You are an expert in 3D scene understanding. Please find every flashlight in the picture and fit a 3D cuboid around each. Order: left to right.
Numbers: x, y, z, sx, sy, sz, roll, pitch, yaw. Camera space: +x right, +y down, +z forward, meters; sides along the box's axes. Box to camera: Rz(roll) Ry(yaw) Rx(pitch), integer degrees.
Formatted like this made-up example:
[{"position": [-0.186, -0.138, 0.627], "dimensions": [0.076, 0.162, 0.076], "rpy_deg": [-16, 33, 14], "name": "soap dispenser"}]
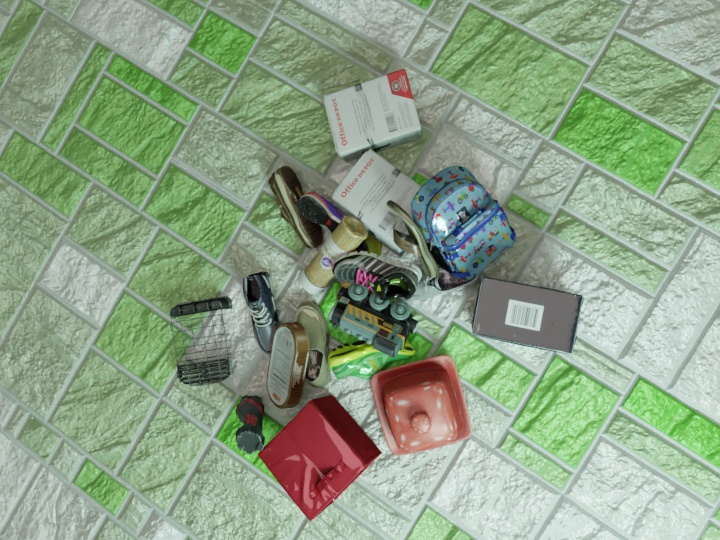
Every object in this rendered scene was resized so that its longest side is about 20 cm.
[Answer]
[{"position": [-0.248, 0.338, 1.396], "dimensions": [0.067, 0.200, 0.069], "rpy_deg": [-22, 100, -2], "name": "flashlight"}]

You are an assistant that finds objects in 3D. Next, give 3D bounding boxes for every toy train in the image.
[{"position": [0.026, 0.107, 1.390], "dimensions": [0.198, 0.086, 0.115], "rpy_deg": [24, 61, 12], "name": "toy train"}]

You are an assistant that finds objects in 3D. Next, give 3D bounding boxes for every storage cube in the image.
[{"position": [-0.084, 0.398, 1.371], "dimensions": [0.171, 0.200, 0.180], "rpy_deg": [-45, 75, 5], "name": "storage cube"}]

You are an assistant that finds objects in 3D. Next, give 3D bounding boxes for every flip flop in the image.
[{"position": [0.104, -0.059, 1.332], "dimensions": [0.057, 0.081, 0.201], "rpy_deg": [-30, 119, 0], "name": "flip flop"}]

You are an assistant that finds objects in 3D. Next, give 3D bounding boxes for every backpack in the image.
[{"position": [0.211, -0.109, 1.329], "dimensions": [0.182, 0.135, 0.201], "rpy_deg": [-36, 122, -4], "name": "backpack"}]

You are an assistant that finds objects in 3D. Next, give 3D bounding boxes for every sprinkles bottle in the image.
[{"position": [-0.063, -0.032, 1.413], "dimensions": [0.068, 0.068, 0.200], "rpy_deg": [46, 124, 10], "name": "sprinkles bottle"}]

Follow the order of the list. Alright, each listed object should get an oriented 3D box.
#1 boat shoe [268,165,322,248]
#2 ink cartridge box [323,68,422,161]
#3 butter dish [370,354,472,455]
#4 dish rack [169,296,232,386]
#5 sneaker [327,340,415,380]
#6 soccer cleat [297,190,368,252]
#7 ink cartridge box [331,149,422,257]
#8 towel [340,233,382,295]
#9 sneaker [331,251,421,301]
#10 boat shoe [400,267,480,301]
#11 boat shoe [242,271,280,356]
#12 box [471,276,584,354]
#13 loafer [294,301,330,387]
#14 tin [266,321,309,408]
[{"position": [-0.156, -0.141, 1.487], "dimensions": [0.074, 0.074, 0.204], "rpy_deg": [-25, 87, 38], "name": "boat shoe"}, {"position": [0.030, -0.354, 1.450], "dimensions": [0.198, 0.084, 0.146], "rpy_deg": [-15, 85, 8], "name": "ink cartridge box"}, {"position": [0.130, 0.308, 1.352], "dimensions": [0.198, 0.148, 0.202], "rpy_deg": [-16, 94, 8], "name": "butter dish"}, {"position": [-0.376, 0.171, 1.507], "dimensions": [0.151, 0.055, 0.203], "rpy_deg": [-9, 87, 11], "name": "dish rack"}, {"position": [0.026, 0.200, 1.434], "dimensions": [0.197, 0.074, 0.084], "rpy_deg": [-10, 119, 1], "name": "sneaker"}, {"position": [-0.055, -0.109, 1.452], "dimensions": [0.200, 0.073, 0.068], "rpy_deg": [40, 120, -5], "name": "soccer cleat"}, {"position": [0.056, -0.153, 1.426], "dimensions": [0.199, 0.084, 0.146], "rpy_deg": [38, 84, 10], "name": "ink cartridge box"}, {"position": [0.000, 0.000, 1.468], "dimensions": [0.085, 0.018, 0.203], "rpy_deg": [8, 88, 9], "name": "towel"}, {"position": [0.034, 0.018, 1.354], "dimensions": [0.197, 0.088, 0.074], "rpy_deg": [10, 128, -2], "name": "sneaker"}, {"position": [0.171, 0.027, 1.410], "dimensions": [0.197, 0.068, 0.073], "rpy_deg": [-5, 86, 9], "name": "boat shoe"}, {"position": [-0.233, 0.101, 1.464], "dimensions": [0.074, 0.093, 0.203], "rpy_deg": [-14, 84, 9], "name": "boat shoe"}, {"position": [0.338, 0.091, 1.311], "dimensions": [0.197, 0.198, 0.125], "rpy_deg": [11, 91, 11], "name": "box"}, {"position": [-0.109, 0.171, 1.451], "dimensions": [0.075, 0.068, 0.203], "rpy_deg": [-13, 85, 8], "name": "loafer"}, {"position": [-0.168, 0.216, 1.434], "dimensions": [0.112, 0.041, 0.203], "rpy_deg": [26, 109, 53], "name": "tin"}]
